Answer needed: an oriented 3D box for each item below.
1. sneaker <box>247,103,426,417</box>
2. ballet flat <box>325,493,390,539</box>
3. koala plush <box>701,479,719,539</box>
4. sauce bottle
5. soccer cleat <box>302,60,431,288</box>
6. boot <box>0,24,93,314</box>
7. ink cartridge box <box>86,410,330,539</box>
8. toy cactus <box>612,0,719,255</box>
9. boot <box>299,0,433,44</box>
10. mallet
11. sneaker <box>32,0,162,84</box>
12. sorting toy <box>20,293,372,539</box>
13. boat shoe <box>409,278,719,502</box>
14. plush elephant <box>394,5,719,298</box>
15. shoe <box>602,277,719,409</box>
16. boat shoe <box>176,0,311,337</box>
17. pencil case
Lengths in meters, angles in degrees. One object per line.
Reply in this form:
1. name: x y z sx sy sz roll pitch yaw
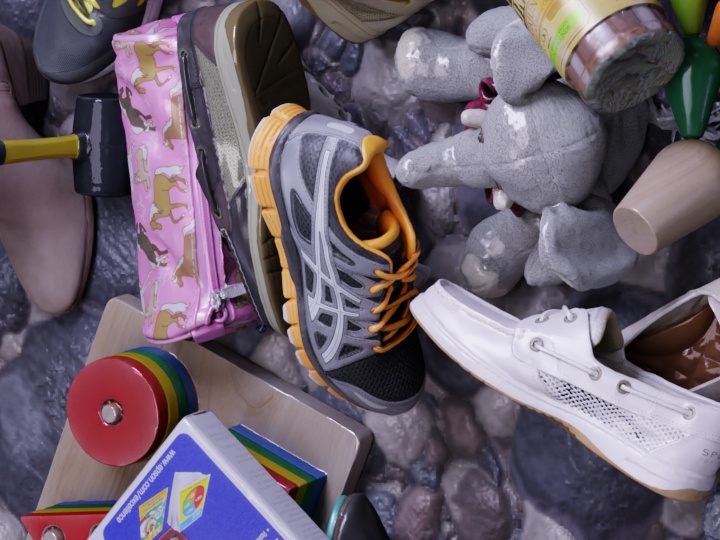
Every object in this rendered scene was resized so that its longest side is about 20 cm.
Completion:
1. sneaker: 0.000 0.000 1.601 0.077 0.078 0.201 5 128 40
2. ballet flat: 0.005 0.233 1.713 0.068 0.068 0.201 14 111 16
3. koala plush: 0.231 0.222 1.507 0.183 0.200 0.178 15 104 26
4. sauce bottle: 0.095 -0.170 1.477 0.065 0.065 0.200 -50 54 25
5. soccer cleat: -0.018 -0.070 1.681 0.085 0.069 0.201 -16 93 20
6. boot: -0.239 -0.063 1.751 0.070 0.146 0.201 -9 93 28
7. ink cartridge box: -0.088 0.222 1.691 0.200 0.047 0.198 46 114 14
8. toy cactus: 0.192 -0.070 1.494 0.102 0.165 0.201 9 131 53
9. boot: 0.010 -0.208 1.577 0.155 0.200 0.073 -19 55 28
10. mallet: -0.213 -0.062 1.712 0.041 0.200 0.066 9 108 42
11. sneaker: -0.153 -0.198 1.721 0.074 0.085 0.200 43 114 17
12. sorting toy: -0.120 0.149 1.761 0.198 0.070 0.201 28 110 22
13. boat shoe: 0.121 0.050 1.561 0.200 0.071 0.070 32 105 18
14. plush elephant: 0.093 -0.069 1.564 0.199 0.155 0.166 -11 92 30
15. shoe: 0.196 0.045 1.584 0.200 0.053 0.070 -28 84 29
16. boat shoe: -0.062 -0.061 1.632 0.066 0.072 0.202 8 117 40
17. pencil case: -0.104 -0.057 1.716 0.086 0.083 0.201 -3 95 32
